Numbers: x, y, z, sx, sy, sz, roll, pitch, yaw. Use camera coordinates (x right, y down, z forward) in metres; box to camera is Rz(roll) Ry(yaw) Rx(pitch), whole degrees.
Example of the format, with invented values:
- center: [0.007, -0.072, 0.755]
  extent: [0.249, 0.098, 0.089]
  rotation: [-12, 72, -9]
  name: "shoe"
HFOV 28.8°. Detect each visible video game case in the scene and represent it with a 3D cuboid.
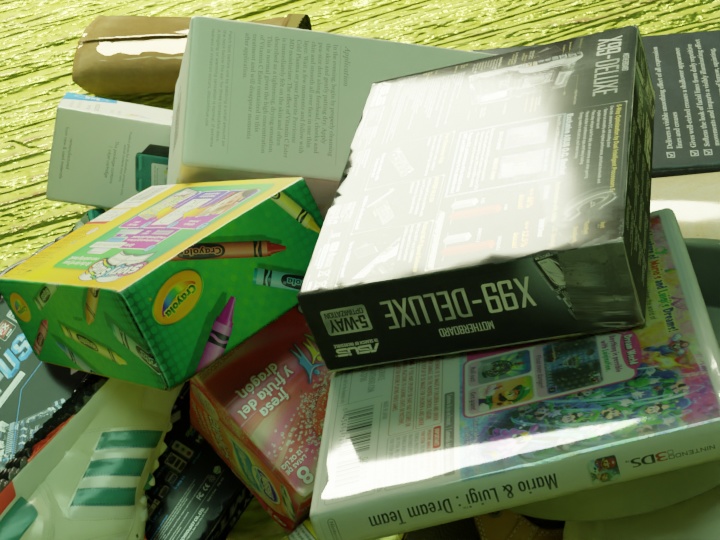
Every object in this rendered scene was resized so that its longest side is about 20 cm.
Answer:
- center: [0.072, 0.042, 0.649]
  extent: [0.180, 0.024, 0.201]
  rotation: [-15, 24, 11]
  name: "video game case"

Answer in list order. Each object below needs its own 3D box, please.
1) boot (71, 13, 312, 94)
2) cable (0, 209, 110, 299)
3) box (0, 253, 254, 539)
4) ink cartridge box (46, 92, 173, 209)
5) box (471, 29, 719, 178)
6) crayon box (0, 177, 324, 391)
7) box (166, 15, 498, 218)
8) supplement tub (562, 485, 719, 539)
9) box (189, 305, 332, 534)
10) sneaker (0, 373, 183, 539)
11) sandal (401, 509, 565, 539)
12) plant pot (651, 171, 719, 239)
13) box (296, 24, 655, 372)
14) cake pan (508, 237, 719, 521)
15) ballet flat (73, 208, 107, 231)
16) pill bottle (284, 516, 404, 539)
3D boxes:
- center: [-0.151, -0.163, 1.193]
  extent: [0.197, 0.067, 0.176]
  rotation: [2, 34, 12]
  name: "boot"
- center: [-0.185, 0.027, 1.025]
  extent: [0.198, 0.051, 0.164]
  rotation: [-21, 50, -13]
  name: "cable"
- center: [-0.175, 0.123, 0.850]
  extent: [0.197, 0.050, 0.201]
  rotation: [29, 71, 14]
  name: "box"
- center: [-0.123, -0.077, 1.019]
  extent: [0.197, 0.068, 0.116]
  rotation: [8, 11, -11]
  name: "ink cartridge box"
- center: [0.178, -0.080, 1.007]
  extent: [0.197, 0.108, 0.150]
  rotation: [-3, 45, 8]
  name: "box"
- center: [-0.111, 0.003, 0.774]
  extent: [0.118, 0.059, 0.199]
  rotation: [-34, 18, -26]
  name: "crayon box"
- center: [-0.021, -0.086, 0.910]
  extent: [0.197, 0.124, 0.099]
  rotation: [6, 76, -12]
  name: "box"
- center: [0.170, 0.183, 0.679]
  extent: [0.138, 0.202, 0.142]
  rotation: [-6, 44, 6]
  name: "supplement tub"
- center: [0.003, 0.044, 0.808]
  extent: [0.200, 0.103, 0.095]
  rotation: [-41, 78, -20]
  name: "box"
- center: [-0.144, 0.120, 0.799]
  extent: [0.200, 0.094, 0.070]
  rotation: [-48, 11, -26]
  name: "sneaker"
- center: [0.088, 0.116, 0.696]
  extent: [0.082, 0.055, 0.200]
  rotation: [44, 70, 3]
  name: "sandal"
- center: [0.215, 0.017, 0.862]
  extent: [0.181, 0.202, 0.201]
  rotation: [6, 45, 33]
  name: "plant pot"
- center: [0.066, -0.042, 0.706]
  extent: [0.156, 0.050, 0.201]
  rotation: [-10, 34, 20]
  name: "box"
- center: [0.122, 0.049, 0.668]
  extent: [0.198, 0.037, 0.201]
  rotation: [-18, 25, 8]
  name: "cake pan"
- center: [-0.149, 0.048, 0.939]
  extent: [0.071, 0.072, 0.201]
  rotation: [-31, 70, -19]
  name: "ballet flat"
- center: [0.042, 0.145, 0.774]
  extent: [0.200, 0.113, 0.112]
  rotation: [-43, 50, -8]
  name: "pill bottle"
